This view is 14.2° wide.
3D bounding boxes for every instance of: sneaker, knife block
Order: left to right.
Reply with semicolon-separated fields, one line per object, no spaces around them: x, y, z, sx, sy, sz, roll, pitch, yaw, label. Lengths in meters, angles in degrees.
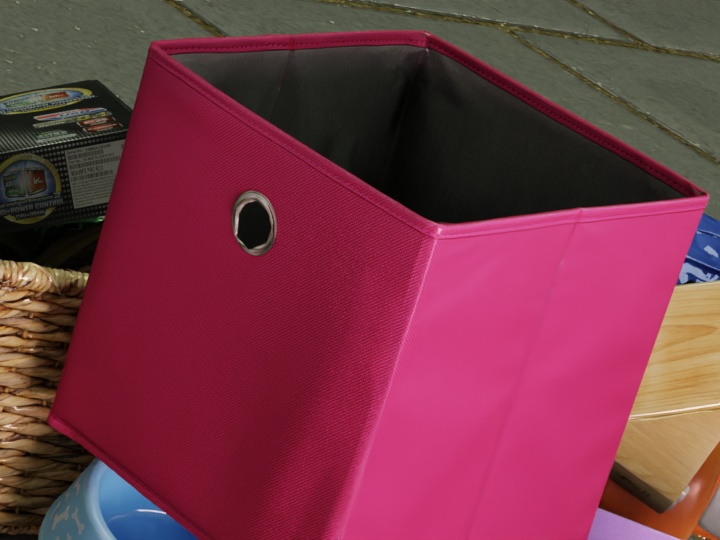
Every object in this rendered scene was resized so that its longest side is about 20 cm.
-0.169;-0.015;1.567;0.077;0.089;0.200;-1;-13;-31;sneaker
0.124;0.040;1.555;0.176;0.200;0.064;37;-9;5;knife block

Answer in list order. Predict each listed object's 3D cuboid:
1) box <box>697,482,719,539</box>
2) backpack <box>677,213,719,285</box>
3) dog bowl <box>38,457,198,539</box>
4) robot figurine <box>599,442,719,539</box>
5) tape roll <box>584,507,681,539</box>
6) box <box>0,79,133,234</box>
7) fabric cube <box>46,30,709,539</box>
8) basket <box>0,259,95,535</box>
0.290;0.081;1.588;0.106;0.152;0.200;31;22;15;box
0.224;0.050;1.864;0.200;0.163;0.168;24;21;7;backpack
-0.052;0.134;1.389;0.200;0.050;0.112;10;44;-17;dog bowl
0.138;0.098;1.698;0.200;0.117;0.144;20;34;-7;robot figurine
0.155;0.170;1.469;0.200;0.066;0.200;21;-4;2;tape roll
-0.216;-0.051;1.508;0.200;0.044;0.160;-11;15;-12;box
0.004;0.018;1.338;0.200;0.199;0.196;-7;32;-46;fabric cube
-0.202;0.035;1.427;0.200;0.149;0.143;7;22;-36;basket
